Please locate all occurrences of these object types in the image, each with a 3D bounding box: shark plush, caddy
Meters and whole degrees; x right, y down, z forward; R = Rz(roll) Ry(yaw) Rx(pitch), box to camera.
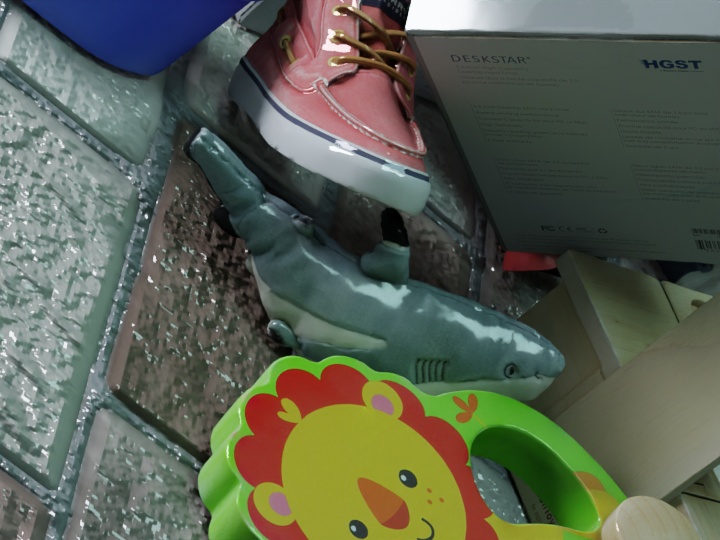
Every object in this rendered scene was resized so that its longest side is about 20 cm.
[{"bbox_3d":[0.000,0.000,1.382,0.200,0.083,0.091,47,28,-4],"label":"shark plush"},{"bbox_3d":[-0.119,-0.192,1.419,0.200,0.105,0.142,37,29,-21],"label":"caddy"}]

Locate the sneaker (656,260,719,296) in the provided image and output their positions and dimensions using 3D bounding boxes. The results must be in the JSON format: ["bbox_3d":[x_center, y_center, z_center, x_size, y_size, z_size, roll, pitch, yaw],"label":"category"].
[{"bbox_3d":[0.219,-0.055,1.657,0.080,0.200,0.147,-15,56,-26],"label":"sneaker"}]

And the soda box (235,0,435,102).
[{"bbox_3d":[0.014,-0.148,1.604,0.200,0.063,0.068,19,41,-44],"label":"soda box"}]

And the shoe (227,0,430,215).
[{"bbox_3d":[-0.003,-0.096,1.404,0.071,0.091,0.200,23,9,-23],"label":"shoe"}]

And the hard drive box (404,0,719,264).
[{"bbox_3d":[0.124,-0.086,1.415,0.200,0.155,0.077,63,35,-56],"label":"hard drive box"}]

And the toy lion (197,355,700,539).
[{"bbox_3d":[0.030,0.111,1.296,0.192,0.069,0.200,48,40,9],"label":"toy lion"}]

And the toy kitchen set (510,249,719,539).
[{"bbox_3d":[0.192,0.083,1.473,0.180,0.163,0.200,17,42,-46],"label":"toy kitchen set"}]

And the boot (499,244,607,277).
[{"bbox_3d":[0.084,-0.083,1.561,0.200,0.072,0.145,43,59,-40],"label":"boot"}]
